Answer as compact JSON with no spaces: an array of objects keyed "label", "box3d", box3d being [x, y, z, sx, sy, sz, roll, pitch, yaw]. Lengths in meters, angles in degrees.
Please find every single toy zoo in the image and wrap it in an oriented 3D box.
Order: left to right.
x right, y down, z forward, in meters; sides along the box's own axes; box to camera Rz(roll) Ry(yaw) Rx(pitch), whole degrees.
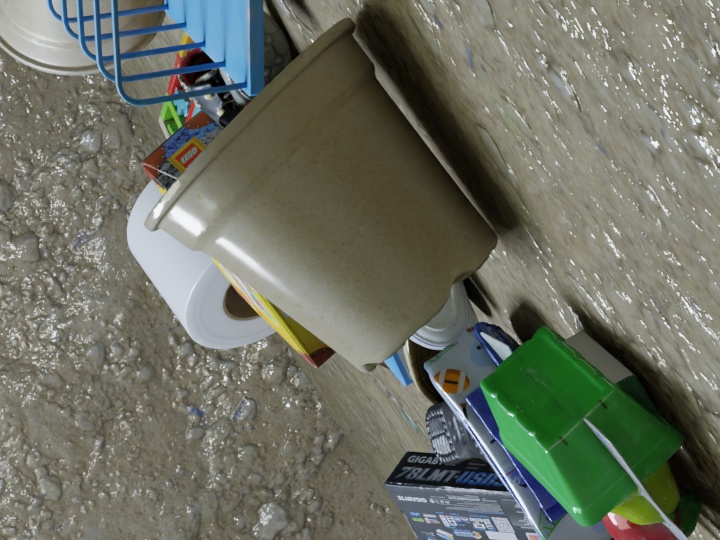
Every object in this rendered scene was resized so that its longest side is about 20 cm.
[{"label":"toy zoo","box3d":[-0.161,-0.177,1.992,0.131,0.020,0.200,63,148,31]}]

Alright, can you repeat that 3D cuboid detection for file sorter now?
[{"label":"file sorter","box3d":[-0.169,-0.233,1.530,0.200,0.122,0.139,-133,38,-53]}]

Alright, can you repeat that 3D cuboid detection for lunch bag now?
[{"label":"lunch bag","box3d":[0.132,0.133,1.457,0.200,0.076,0.160,54,-176,10]}]

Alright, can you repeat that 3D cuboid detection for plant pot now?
[{"label":"plant pot","box3d":[-0.298,-0.331,1.959,0.201,0.200,0.184,54,162,17]},{"label":"plant pot","box3d":[-0.014,-0.038,1.320,0.183,0.200,0.200,45,173,-1]}]

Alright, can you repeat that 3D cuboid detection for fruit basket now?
[{"label":"fruit basket","box3d":[0.177,0.130,1.281,0.200,0.094,0.185,41,-178,-30]}]

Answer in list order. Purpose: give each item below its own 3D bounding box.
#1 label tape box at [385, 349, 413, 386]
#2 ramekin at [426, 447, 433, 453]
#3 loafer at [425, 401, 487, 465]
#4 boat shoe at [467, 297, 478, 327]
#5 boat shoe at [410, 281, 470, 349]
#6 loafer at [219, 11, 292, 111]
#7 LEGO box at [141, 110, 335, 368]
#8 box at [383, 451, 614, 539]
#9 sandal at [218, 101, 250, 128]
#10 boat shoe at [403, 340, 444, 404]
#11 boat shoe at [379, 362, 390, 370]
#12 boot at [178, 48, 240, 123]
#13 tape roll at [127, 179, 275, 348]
[{"label":"label tape box","box3d":[0.000,0.000,1.879,0.200,0.066,0.143,51,171,45]},{"label":"ramekin","box3d":[0.139,0.245,1.925,0.201,0.098,0.200,54,172,11]},{"label":"loafer","box3d":[0.122,0.124,1.636,0.200,0.071,0.073,-12,94,67]},{"label":"boat shoe","box3d":[0.026,-0.006,1.633,0.201,0.071,0.070,51,172,34]},{"label":"boat shoe","box3d":[0.033,-0.031,1.522,0.202,0.075,0.086,65,171,1]},{"label":"loafer","box3d":[-0.090,-0.170,1.683,0.070,0.070,0.200,39,164,40]},{"label":"LEGO box","box3d":[-0.090,-0.026,1.716,0.149,0.077,0.200,42,170,43]},{"label":"box","box3d":[0.145,0.255,1.746,0.200,0.050,0.199,-2,129,43]},{"label":"sandal","box3d":[-0.074,-0.118,1.610,0.075,0.045,0.200,43,177,-19]},{"label":"boat shoe","box3d":[0.072,0.084,1.731,0.066,0.074,0.200,42,166,42]},{"label":"boat shoe","box3d":[0.020,0.067,2.013,0.068,0.072,0.200,61,169,-23]},{"label":"boot","box3d":[-0.095,-0.126,1.814,0.154,0.073,0.204,48,-178,-33]},{"label":"tape roll","box3d":[-0.141,-0.030,2.129,0.139,0.203,0.203,52,172,32]}]
